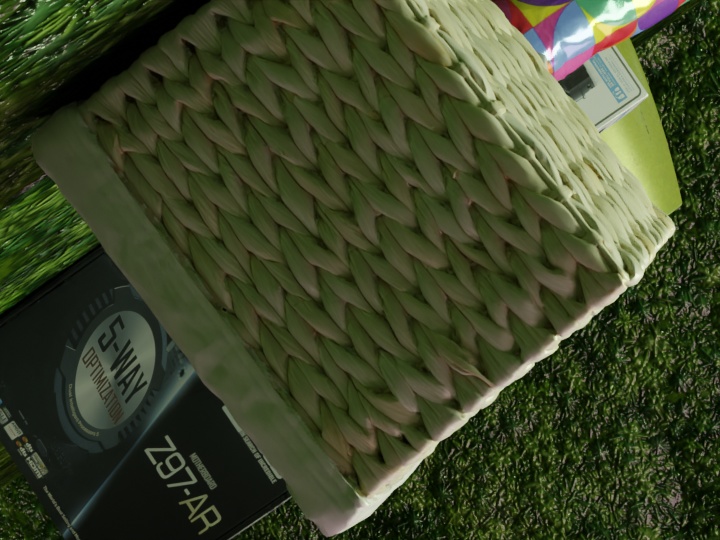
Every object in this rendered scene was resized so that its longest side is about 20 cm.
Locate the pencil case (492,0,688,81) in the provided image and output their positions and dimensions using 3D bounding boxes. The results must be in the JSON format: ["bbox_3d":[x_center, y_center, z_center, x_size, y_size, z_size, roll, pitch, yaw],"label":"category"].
[{"bbox_3d":[0.156,-0.181,1.415,0.199,0.089,0.088,-31,178,-14],"label":"pencil case"}]

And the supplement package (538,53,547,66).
[{"bbox_3d":[0.064,-0.050,1.356,0.116,0.118,0.200,0,164,7],"label":"supplement package"}]

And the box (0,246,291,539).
[{"bbox_3d":[-0.145,0.094,1.375,0.160,0.201,0.044,-33,179,11],"label":"box"}]

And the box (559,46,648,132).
[{"bbox_3d":[0.106,-0.120,1.636,0.199,0.117,0.060,-33,178,-7],"label":"box"}]

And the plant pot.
[{"bbox_3d":[0.181,-0.114,1.816,0.186,0.201,0.187,-34,178,-1],"label":"plant pot"}]

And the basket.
[{"bbox_3d":[0.005,-0.032,0.877,0.161,0.200,0.198,-40,177,14],"label":"basket"}]
